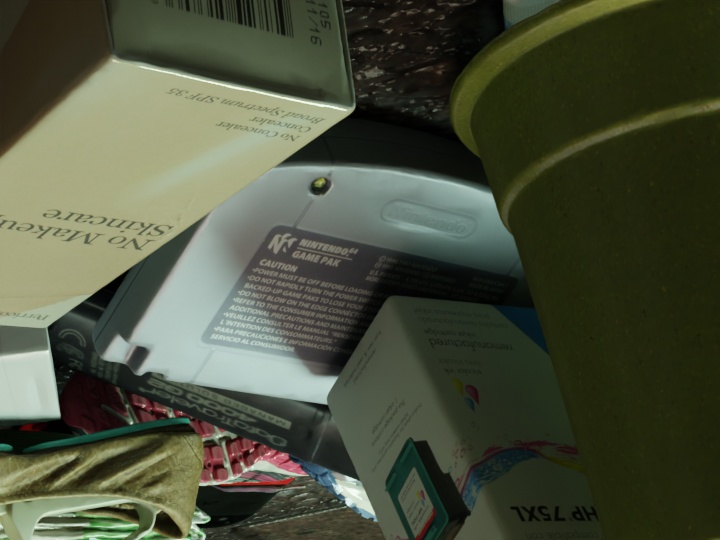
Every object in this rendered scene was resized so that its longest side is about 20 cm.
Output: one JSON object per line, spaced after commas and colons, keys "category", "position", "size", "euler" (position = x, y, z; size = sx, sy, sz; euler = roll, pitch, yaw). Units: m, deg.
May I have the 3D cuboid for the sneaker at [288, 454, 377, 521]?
{"category": "sneaker", "position": [0.026, 0.074, 0.975], "size": [0.085, 0.077, 0.200], "euler": [-60, 158, 16]}

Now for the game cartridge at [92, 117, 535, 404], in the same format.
{"category": "game cartridge", "position": [0.000, 0.000, 0.772], "size": [0.200, 0.041, 0.133], "euler": [12, 129, -38]}

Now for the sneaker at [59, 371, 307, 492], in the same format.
{"category": "sneaker", "position": [-0.084, 0.088, 0.980], "size": [0.075, 0.081, 0.200], "euler": [-21, 156, 35]}

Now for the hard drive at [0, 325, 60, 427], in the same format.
{"category": "hard drive", "position": [-0.232, 0.055, 0.773], "size": [0.200, 0.027, 0.132], "euler": [-8, 165, -10]}

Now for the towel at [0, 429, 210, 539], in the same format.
{"category": "towel", "position": [-0.197, 0.111, 0.923], "size": [0.200, 0.023, 0.153], "euler": [3, -168, -32]}

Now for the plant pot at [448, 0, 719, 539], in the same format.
{"category": "plant pot", "position": [0.140, 0.015, 0.660], "size": [0.200, 0.190, 0.200], "euler": [-4, 162, -1]}

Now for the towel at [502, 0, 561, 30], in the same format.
{"category": "towel", "position": [0.130, -0.088, 0.683], "size": [0.147, 0.024, 0.200], "euler": [-10, 159, 5]}

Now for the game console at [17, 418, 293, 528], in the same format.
{"category": "game console", "position": [-0.131, 0.121, 1.127], "size": [0.200, 0.031, 0.177], "euler": [2, 151, -28]}

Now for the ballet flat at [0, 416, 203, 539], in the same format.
{"category": "ballet flat", "position": [-0.160, 0.110, 0.832], "size": [0.200, 0.072, 0.068], "euler": [0, 167, -36]}

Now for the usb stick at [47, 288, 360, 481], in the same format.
{"category": "usb stick", "position": [-0.057, 0.056, 0.857], "size": [0.200, 0.033, 0.055], "euler": [21, 144, -1]}

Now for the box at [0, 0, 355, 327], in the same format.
{"category": "box", "position": [-0.100, -0.053, 0.610], "size": [0.095, 0.078, 0.200], "euler": [7, 154, -37]}

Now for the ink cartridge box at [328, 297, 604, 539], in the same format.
{"category": "ink cartridge box", "position": [0.078, 0.108, 0.734], "size": [0.116, 0.200, 0.067], "euler": [5, 132, -34]}
